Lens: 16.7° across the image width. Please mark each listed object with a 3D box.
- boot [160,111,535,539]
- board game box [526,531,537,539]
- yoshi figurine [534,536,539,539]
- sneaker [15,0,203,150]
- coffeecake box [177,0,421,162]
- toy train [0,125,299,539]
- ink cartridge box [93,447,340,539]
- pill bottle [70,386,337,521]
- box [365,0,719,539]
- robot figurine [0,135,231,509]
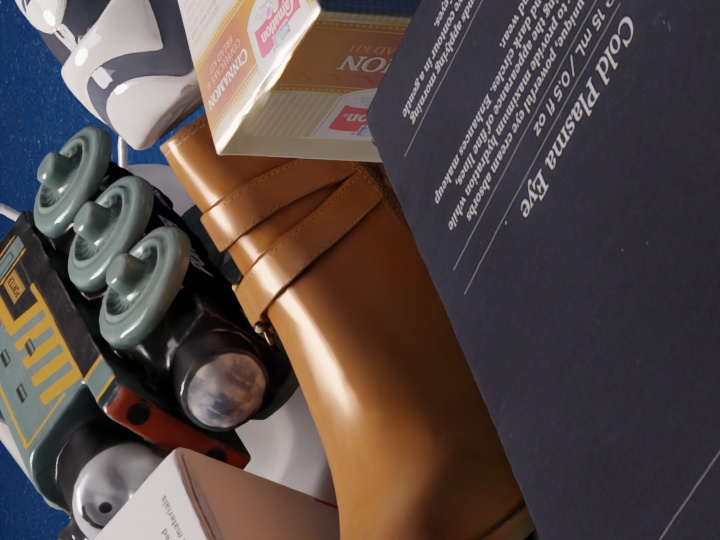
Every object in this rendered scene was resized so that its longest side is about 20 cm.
[{"bbox_3d":[-0.009,0.018,0.761,0.155,0.074,0.200,55,-167,-11],"label":"boot"},{"bbox_3d":[0.055,0.053,0.928,0.136,0.034,0.201,110,149,-59],"label":"board game box"},{"bbox_3d":[0.114,0.083,0.676,0.112,0.112,0.200,43,146,-5],"label":"yoshi figurine"},{"bbox_3d":[-0.057,-0.137,0.799,0.130,0.199,0.079,46,141,-2],"label":"sneaker"},{"bbox_3d":[0.016,-0.133,0.740,0.073,0.153,0.201,-49,48,48],"label":"coffeecake box"},{"bbox_3d":[-0.088,0.027,0.900,0.114,0.085,0.200,-55,29,8],"label":"toy train"},{"bbox_3d":[-0.061,0.172,0.850,0.200,0.147,0.086,-49,45,18],"label":"ink cartridge box"},{"bbox_3d":[-0.020,0.134,0.979,0.200,0.119,0.120,59,-176,-42],"label":"pill bottle"},{"bbox_3d":[0.104,-0.038,0.495,0.200,0.104,0.182,-62,34,38],"label":"box"},{"bbox_3d":[-0.080,0.038,1.058,0.200,0.169,0.113,59,-177,-16],"label":"robot figurine"}]
